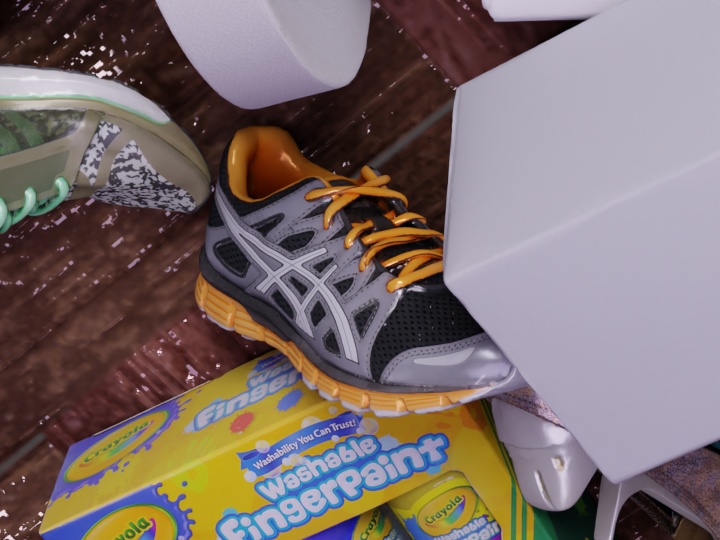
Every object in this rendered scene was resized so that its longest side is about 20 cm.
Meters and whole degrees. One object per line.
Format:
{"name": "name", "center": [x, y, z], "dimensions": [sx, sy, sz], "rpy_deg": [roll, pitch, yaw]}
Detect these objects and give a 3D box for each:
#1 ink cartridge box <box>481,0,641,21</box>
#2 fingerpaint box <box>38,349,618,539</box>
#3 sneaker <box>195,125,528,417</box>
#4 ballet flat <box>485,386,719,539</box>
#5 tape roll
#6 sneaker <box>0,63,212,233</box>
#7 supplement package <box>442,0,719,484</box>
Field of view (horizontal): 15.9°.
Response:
{"name": "ink cartridge box", "center": [0.141, -0.172, 0.924], "dimensions": [0.198, 0.084, 0.147], "rpy_deg": [0, 120, 7]}
{"name": "fingerpaint box", "center": [-0.011, 0.119, 1.123], "dimensions": [0.199, 0.074, 0.167], "rpy_deg": [-25, 114, 20]}
{"name": "sneaker", "center": [0.000, 0.000, 1.006], "dimensions": [0.199, 0.078, 0.078], "rpy_deg": [22, 118, 45]}
{"name": "ballet flat", "center": [0.105, 0.079, 1.061], "dimensions": [0.199, 0.068, 0.068], "rpy_deg": [34, 81, -24]}
{"name": "tape roll", "center": [-0.045, -0.158, 0.893], "dimensions": [0.037, 0.203, 0.204], "rpy_deg": [-12, 118, 16]}
{"name": "sneaker", "center": [-0.155, -0.034, 1.019], "dimensions": [0.199, 0.089, 0.077], "rpy_deg": [12, 159, -23]}
{"name": "supplement package", "center": [0.142, -0.034, 0.897], "dimensions": [0.199, 0.118, 0.117], "rpy_deg": [-25, 125, 24]}
